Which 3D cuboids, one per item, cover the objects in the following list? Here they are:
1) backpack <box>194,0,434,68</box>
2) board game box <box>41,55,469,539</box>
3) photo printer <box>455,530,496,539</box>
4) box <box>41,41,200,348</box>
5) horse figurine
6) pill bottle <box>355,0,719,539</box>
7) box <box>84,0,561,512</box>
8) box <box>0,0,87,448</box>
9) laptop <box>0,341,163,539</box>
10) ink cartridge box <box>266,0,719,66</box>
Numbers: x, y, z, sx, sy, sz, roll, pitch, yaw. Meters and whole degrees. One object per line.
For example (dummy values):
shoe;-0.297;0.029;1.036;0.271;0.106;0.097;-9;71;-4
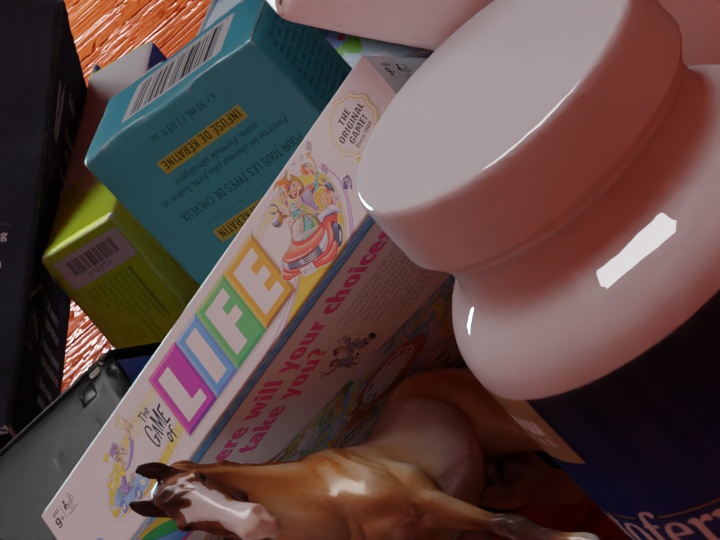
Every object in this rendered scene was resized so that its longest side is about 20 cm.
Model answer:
backpack;0.037;-0.069;1.012;0.199;0.147;0.183;2;45;26
board game box;0.000;0.017;0.834;0.134;0.034;0.200;-3;-43;-51
photo printer;-0.012;0.156;0.771;0.166;0.070;0.200;-17;22;-3
box;-0.088;-0.022;1.234;0.048;0.122;0.200;-30;25;18
horse figurine;0.036;0.066;0.809;0.132;0.050;0.200;16;26;26
pill bottle;0.098;0.016;0.717;0.116;0.200;0.116;-37;22;18
box;0.000;0.000;0.924;0.082;0.200;0.049;-34;21;25
box;-0.198;-0.015;1.223;0.197;0.117;0.201;101;175;-79
laptop;-0.122;0.126;1.006;0.177;0.103;0.200;-43;47;8
ink cartridge box;0.028;-0.127;0.811;0.200;0.144;0.085;-125;47;-67
